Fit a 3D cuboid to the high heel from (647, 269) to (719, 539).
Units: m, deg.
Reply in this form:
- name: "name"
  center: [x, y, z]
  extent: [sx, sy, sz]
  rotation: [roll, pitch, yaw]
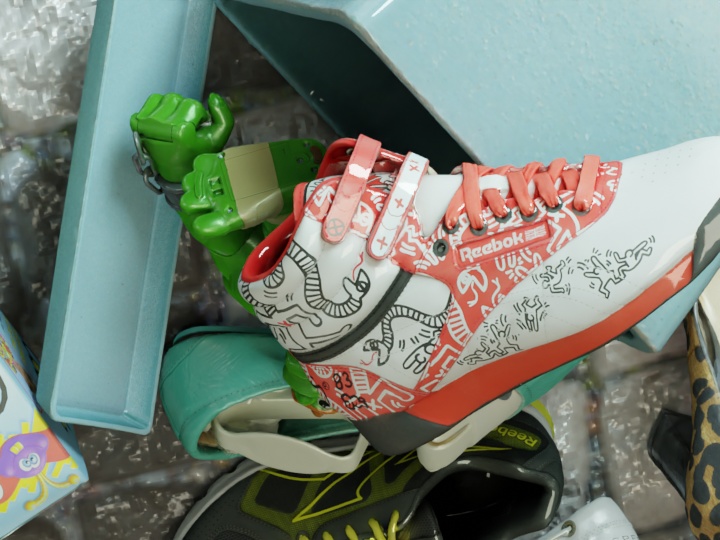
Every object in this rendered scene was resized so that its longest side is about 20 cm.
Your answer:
- name: "high heel"
  center: [0.184, 0.027, 1.310]
  extent: [0.071, 0.143, 0.201]
  rotation: [7, 106, -14]

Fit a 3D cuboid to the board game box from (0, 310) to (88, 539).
- name: "board game box"
  center: [-0.218, 0.025, 1.243]
  extent: [0.103, 0.105, 0.200]
  rotation: [-34, 111, 1]

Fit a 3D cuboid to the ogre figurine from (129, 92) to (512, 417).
- name: "ogre figurine"
  center: [0.000, 0.000, 1.231]
  extent: [0.199, 0.098, 0.120]
  rotation: [6, 149, 13]

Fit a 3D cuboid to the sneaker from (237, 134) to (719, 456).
- name: "sneaker"
  center: [0.045, -0.016, 1.092]
  extent: [0.201, 0.067, 0.108]
  rotation: [-34, 109, 31]

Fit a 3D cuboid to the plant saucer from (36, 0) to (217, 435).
- name: "plant saucer"
  center: [-0.101, -0.033, 1.248]
  extent: [0.070, 0.019, 0.201]
  rotation: [15, 84, -56]

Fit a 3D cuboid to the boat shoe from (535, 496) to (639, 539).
- name: "boat shoe"
  center: [0.045, 0.168, 1.372]
  extent: [0.200, 0.071, 0.069]
  rotation: [-27, 68, 12]

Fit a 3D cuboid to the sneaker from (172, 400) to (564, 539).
- name: "sneaker"
  center: [0.002, 0.114, 1.331]
  extent: [0.200, 0.085, 0.075]
  rotation: [-27, 111, -3]

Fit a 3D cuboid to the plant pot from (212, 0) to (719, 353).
- name: "plant pot"
  center: [0.091, -0.115, 1.225]
  extent: [0.200, 0.196, 0.196]
  rotation: [-46, 111, -7]

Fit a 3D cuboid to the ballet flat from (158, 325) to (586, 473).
- name: "ballet flat"
  center: [0.010, 0.059, 1.305]
  extent: [0.199, 0.071, 0.067]
  rotation: [-4, 151, 2]
